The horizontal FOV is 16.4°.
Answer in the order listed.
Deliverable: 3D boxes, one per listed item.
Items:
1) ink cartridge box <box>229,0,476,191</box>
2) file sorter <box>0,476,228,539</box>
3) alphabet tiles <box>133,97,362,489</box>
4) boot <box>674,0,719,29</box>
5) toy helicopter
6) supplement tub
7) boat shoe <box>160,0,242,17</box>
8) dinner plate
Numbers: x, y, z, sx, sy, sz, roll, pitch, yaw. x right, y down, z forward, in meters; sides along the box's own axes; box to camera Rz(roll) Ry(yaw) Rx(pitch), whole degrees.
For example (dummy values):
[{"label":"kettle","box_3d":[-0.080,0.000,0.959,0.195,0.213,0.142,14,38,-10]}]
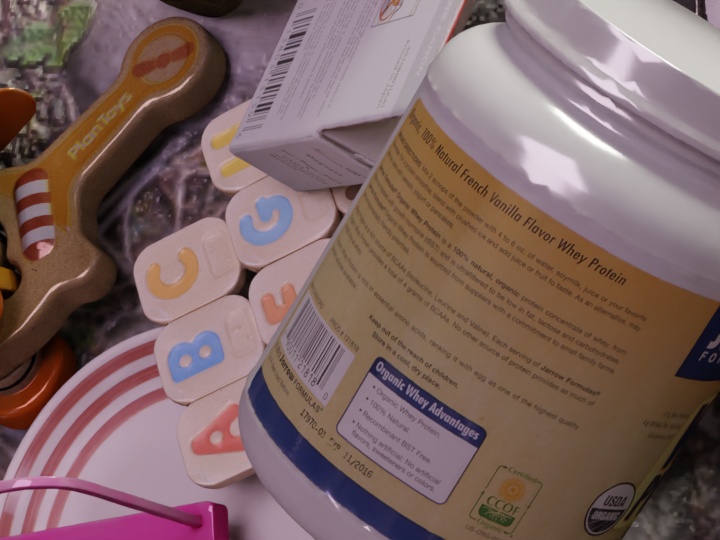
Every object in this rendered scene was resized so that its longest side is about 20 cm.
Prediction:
[{"label":"ink cartridge box","box_3d":[0.036,-0.131,0.979,0.173,0.043,0.201,-2,62,64]},{"label":"file sorter","box_3d":[-0.138,0.190,0.975,0.138,0.125,0.201,-12,71,26]},{"label":"alphabet tiles","box_3d":[0.000,0.000,1.027,0.195,0.015,0.201,-26,59,13]},{"label":"boot","box_3d":[0.161,-0.096,0.953,0.181,0.072,0.201,-13,67,29]},{"label":"toy helicopter","box_3d":[-0.141,-0.038,1.113,0.200,0.079,0.132,-47,50,-3]},{"label":"supplement tub","box_3d":[0.062,0.005,0.856,0.144,0.144,0.200,42,111,31]},{"label":"boat shoe","box_3d":[-0.046,-0.154,1.040,0.063,0.073,0.201,-70,16,-11]},{"label":"dinner plate","box_3d":[-0.071,0.121,1.044,0.199,0.024,0.201,-9,71,27]}]
